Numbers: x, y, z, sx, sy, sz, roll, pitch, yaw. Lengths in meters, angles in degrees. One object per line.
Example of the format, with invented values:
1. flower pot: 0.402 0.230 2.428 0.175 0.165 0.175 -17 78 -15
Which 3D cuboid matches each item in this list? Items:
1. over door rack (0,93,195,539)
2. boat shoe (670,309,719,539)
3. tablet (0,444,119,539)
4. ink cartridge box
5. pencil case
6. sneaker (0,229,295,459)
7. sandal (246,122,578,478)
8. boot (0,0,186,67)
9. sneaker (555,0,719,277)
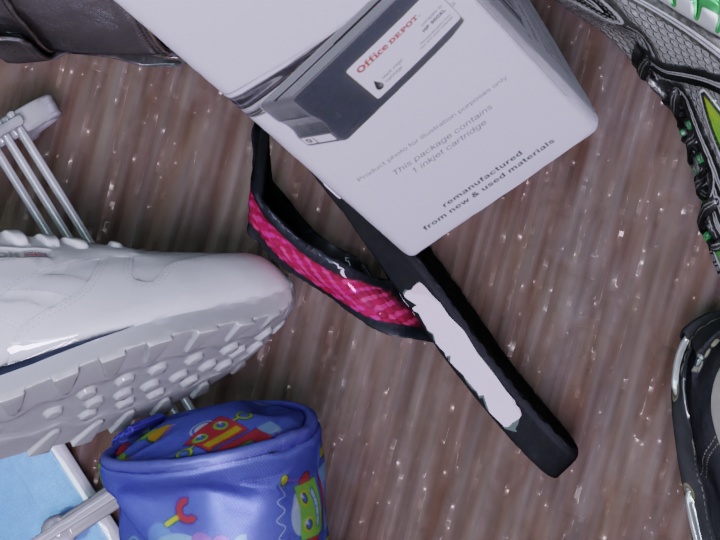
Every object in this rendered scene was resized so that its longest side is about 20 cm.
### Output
1. over door rack: -0.159 0.047 0.988 0.199 0.067 0.148 -32 89 -22
2. boat shoe: 0.155 0.109 0.971 0.071 0.068 0.201 -22 105 -22
3. tablet: -0.154 0.112 1.047 0.130 0.014 0.201 -33 88 11
4. ink cartridge box: -0.024 -0.116 0.887 0.084 0.200 0.145 -35 53 12
5. pencil case: -0.048 0.144 0.958 0.086 0.078 0.201 2 102 27
6. sneaker: -0.117 0.017 0.939 0.199 0.077 0.081 -13 65 -26
7. sandal: 0.000 0.000 0.979 0.045 0.075 0.200 -38 90 7
8. boot: -0.162 -0.128 0.951 0.173 0.200 0.070 -5 59 21
9. sneaker: 0.134 -0.042 0.948 0.200 0.078 0.085 43 101 4
